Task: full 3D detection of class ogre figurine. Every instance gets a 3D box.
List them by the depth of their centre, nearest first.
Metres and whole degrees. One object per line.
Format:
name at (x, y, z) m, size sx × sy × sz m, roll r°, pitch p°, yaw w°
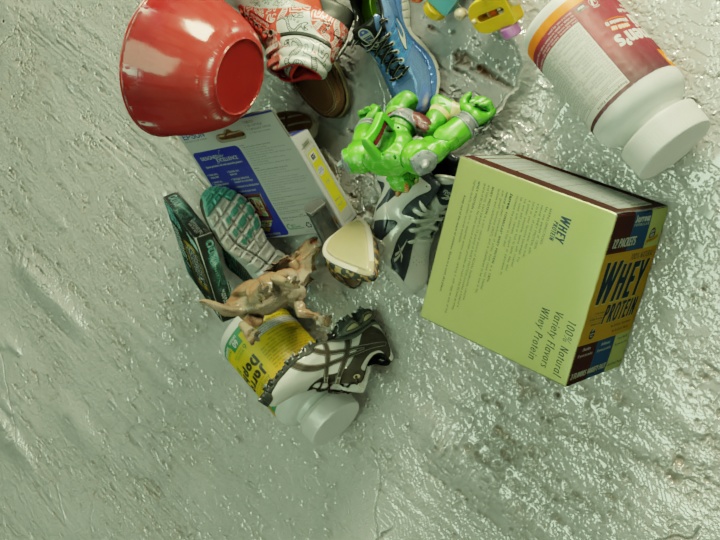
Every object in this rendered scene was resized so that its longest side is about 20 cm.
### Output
ogre figurine at (0.051, -0.157, 1.239) m, size 0.200 × 0.120 × 0.098 m, roll 21°, pitch 146°, yaw 29°

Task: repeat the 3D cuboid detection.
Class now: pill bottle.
pill bottle at (0.273, -0.202, 1.120) m, size 0.110 × 0.110 × 0.200 m, roll -48°, pitch 68°, yaw 33°
pill bottle at (-0.096, 0.145, 1.470) m, size 0.200 × 0.113 × 0.113 m, roll 46°, pitch 122°, yaw 24°

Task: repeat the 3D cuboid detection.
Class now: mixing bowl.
mixing bowl at (-0.190, -0.250, 1.306) m, size 0.108 × 0.200 × 0.200 m, roll 20°, pitch 109°, yaw 27°

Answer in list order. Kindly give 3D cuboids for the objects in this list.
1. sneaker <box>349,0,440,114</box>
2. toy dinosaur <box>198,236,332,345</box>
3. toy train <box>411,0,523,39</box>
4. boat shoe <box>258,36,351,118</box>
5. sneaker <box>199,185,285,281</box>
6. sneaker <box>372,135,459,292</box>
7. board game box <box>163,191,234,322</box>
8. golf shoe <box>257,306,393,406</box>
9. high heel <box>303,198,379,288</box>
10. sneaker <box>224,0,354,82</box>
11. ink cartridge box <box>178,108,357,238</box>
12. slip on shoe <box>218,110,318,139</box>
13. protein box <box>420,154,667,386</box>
sneaker at (0.031, -0.279, 1.318) m, size 0.079 × 0.089 × 0.200 m, roll -31°, pitch 77°, yaw 39°
toy dinosaur at (-0.126, 0.030, 1.401) m, size 0.136 × 0.200 × 0.086 m, roll 34°, pitch 136°, yaw 58°
toy train at (0.139, -0.351, 1.219) m, size 0.200 × 0.056 × 0.150 m, roll 20°, pitch 137°, yaw 34°
boat shoe at (-0.090, -0.285, 1.429) m, size 0.072 × 0.068 × 0.200 m, roll -47°, pitch 69°, yaw 32°
sneaker at (-0.171, -0.031, 1.490) m, size 0.091 × 0.078 × 0.200 m, roll -7°, pitch 125°, yaw 49°
sneaker at (0.086, -0.074, 1.310) m, size 0.129 × 0.079 × 0.199 m, roll -5°, pitch 83°, yaw 48°
board game box at (-0.233, -0.024, 1.524) m, size 0.200 × 0.028 × 0.135 m, roll -137°, pitch 30°, yaw -59°
golf shoe at (-0.039, 0.131, 1.376) m, size 0.095 × 0.200 × 0.078 m, roll 52°, pitch 154°, yaw 7°
high heel at (0.000, 0.000, 1.346) m, size 0.143 × 0.071 × 0.200 m, roll 62°, pitch 173°, yaw -35°
sneaker at (-0.116, -0.311, 1.364) m, size 0.201 × 0.067 × 0.108 m, roll 20°, pitch 84°, yaw 18°
ink cartridge box at (-0.130, -0.134, 1.441) m, size 0.197 × 0.047 × 0.200 m, roll -3°, pitch 126°, yaw 40°
slip on shoe at (-0.136, -0.173, 1.493) m, size 0.200 × 0.076 × 0.061 m, roll -9°, pitch 131°, yaw 32°
protein box at (0.205, -0.008, 1.188) m, size 0.200 × 0.135 × 0.199 m, roll 25°, pitch 111°, yaw 34°
